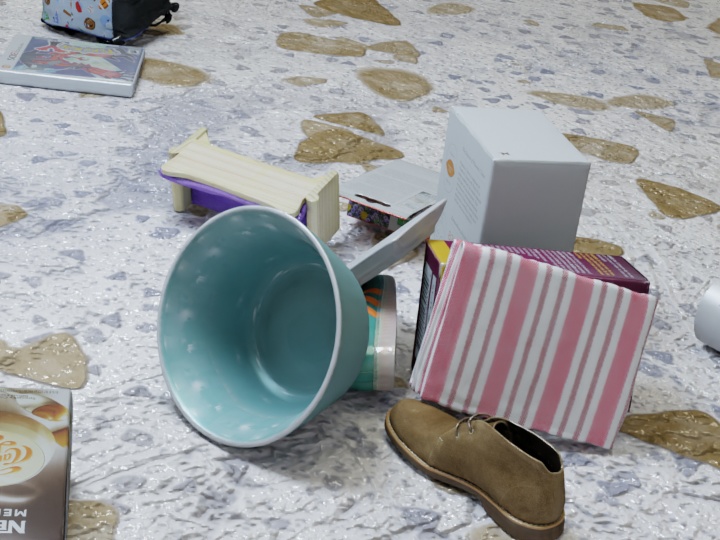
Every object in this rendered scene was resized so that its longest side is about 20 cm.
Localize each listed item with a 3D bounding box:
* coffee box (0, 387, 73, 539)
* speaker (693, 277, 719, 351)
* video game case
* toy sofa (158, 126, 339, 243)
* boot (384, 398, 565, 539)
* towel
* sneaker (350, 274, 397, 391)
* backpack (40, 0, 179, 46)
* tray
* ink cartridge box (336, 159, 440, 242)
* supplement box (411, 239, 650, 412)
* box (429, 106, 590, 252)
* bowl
[{"bbox_3d":[-0.264,0.167,0.972,0.113,0.081,0.201,2,25,-12],"label":"coffee box"},{"bbox_3d":[0.438,0.079,1.385,0.080,0.082,0.199,-11,32,-36],"label":"speaker"},{"bbox_3d":[-0.421,-0.301,1.989,0.197,0.023,0.183,6,25,-6],"label":"video game case"},{"bbox_3d":[-0.127,-0.081,1.538,0.198,0.084,0.098,19,43,22],"label":"toy sofa"},{"bbox_3d":[0.098,0.144,1.144,0.073,0.076,0.199,-18,33,-37],"label":"boot"},{"bbox_3d":[0.155,0.066,1.212,0.197,0.148,0.030,16,10,-8],"label":"towel"},{"bbox_3d":[-0.005,0.053,1.308,0.079,0.072,0.200,2,20,0],"label":"sneaker"},{"bbox_3d":[-0.414,-0.445,2.161,0.188,0.156,0.200,6,26,20],"label":"backpack"},{"bbox_3d":[0.000,0.000,1.332,0.022,0.199,0.107,55,41,-2],"label":"tray"},{"bbox_3d":[0.047,-0.077,1.612,0.108,0.051,0.200,20,23,22],"label":"ink cartridge box"},{"bbox_3d":[0.155,0.052,1.275,0.197,0.133,0.103,4,13,-7],"label":"supplement box"},{"bbox_3d":[0.148,-0.049,1.419,0.105,0.203,0.153,1,26,-15],"label":"box"},{"bbox_3d":[-0.070,0.050,1.185,0.199,0.203,0.104,26,10,34],"label":"bowl"}]
